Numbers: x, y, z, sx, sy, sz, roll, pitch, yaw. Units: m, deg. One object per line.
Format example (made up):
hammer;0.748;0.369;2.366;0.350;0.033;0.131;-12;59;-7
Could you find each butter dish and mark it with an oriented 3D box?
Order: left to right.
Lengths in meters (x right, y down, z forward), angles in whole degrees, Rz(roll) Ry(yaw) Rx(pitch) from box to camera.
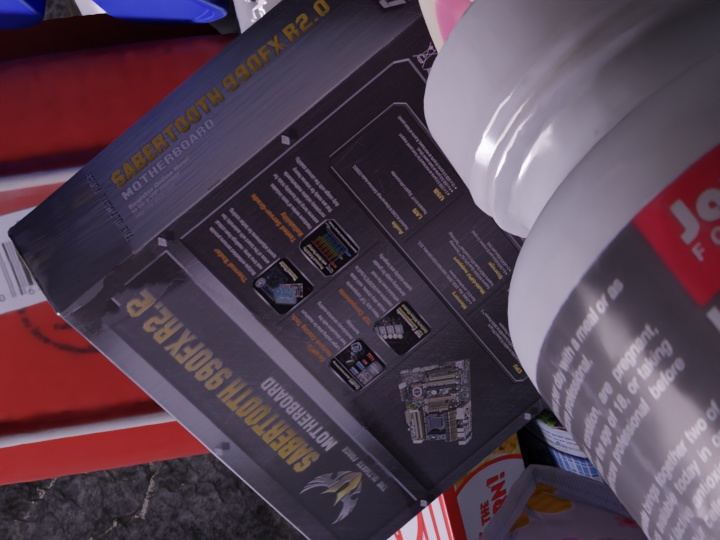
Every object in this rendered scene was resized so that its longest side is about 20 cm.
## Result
butter dish;-0.114;-0.030;0.977;0.148;0.199;0.200;-105;8;-51

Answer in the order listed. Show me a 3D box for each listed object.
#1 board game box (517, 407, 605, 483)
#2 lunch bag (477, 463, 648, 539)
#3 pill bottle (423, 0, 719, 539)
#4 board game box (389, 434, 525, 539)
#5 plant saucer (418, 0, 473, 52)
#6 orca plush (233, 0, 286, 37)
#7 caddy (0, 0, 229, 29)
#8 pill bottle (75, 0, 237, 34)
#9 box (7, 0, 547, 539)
board game box;0.076;0.069;1.139;0.200;0.062;0.200;44;162;56
lunch bag;0.121;0.187;0.857;0.200;0.127;0.170;21;129;21
pill bottle;0.100;0.019;0.494;0.200;0.111;0.111;54;174;24
board game box;0.011;0.052;1.098;0.151;0.046;0.200;24;135;57
plant saucer;0.075;-0.039;0.686;0.201;0.051;0.201;56;173;10
orca plush;-0.032;-0.113;0.809;0.071;0.105;0.200;50;-174;23
caddy;-0.115;-0.141;0.822;0.200;0.141;0.105;1;-92;-80
pill bottle;-0.072;-0.130;1.108;0.112;0.112;0.200;54;174;27
box;0.000;0.000;0.833;0.200;0.158;0.048;47;-175;-47
